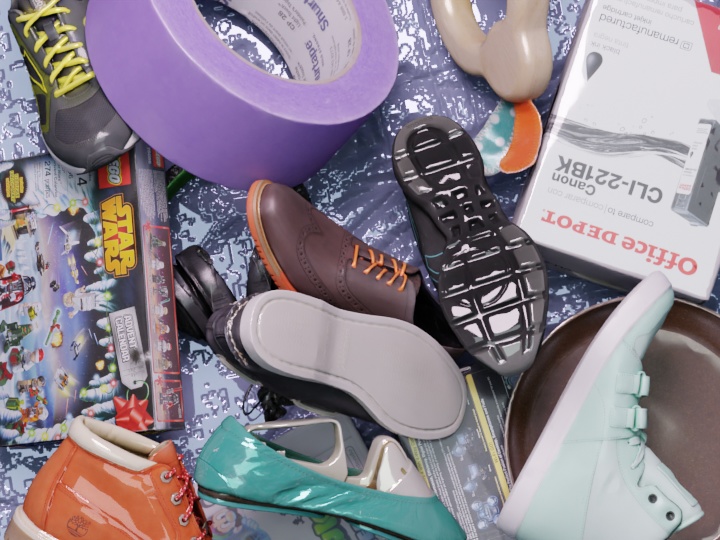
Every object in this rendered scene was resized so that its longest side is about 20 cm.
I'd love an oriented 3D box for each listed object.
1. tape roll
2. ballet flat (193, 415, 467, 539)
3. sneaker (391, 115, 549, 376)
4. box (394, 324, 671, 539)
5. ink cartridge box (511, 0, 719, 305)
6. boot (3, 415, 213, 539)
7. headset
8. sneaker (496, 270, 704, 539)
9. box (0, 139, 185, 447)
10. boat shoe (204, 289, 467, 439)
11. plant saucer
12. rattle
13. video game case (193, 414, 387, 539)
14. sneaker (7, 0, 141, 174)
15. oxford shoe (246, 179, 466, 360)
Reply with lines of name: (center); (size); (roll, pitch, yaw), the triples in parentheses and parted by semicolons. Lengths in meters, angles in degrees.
tape roll: (-0.079, -0.158, 1.613); (0.200, 0.085, 0.200); (20, 48, -24)
ballet flat: (-0.010, 0.137, 1.576); (0.200, 0.067, 0.071); (15, 97, -19)
sneaker: (0.079, -0.011, 1.618); (0.075, 0.079, 0.200); (-17, 61, -2)
box: (0.121, 0.156, 1.656); (0.161, 0.049, 0.200); (-18, 85, -5)
ink cartridge box: (0.200, -0.087, 1.664); (0.144, 0.084, 0.200); (18, 85, 2)
boot: (-0.123, 0.172, 1.577); (0.200, 0.075, 0.107); (26, 98, -8)
headset: (-0.083, 0.007, 1.646); (0.123, 0.094, 0.200); (-14, 76, -2)
sneaker: (0.186, 0.107, 1.571); (0.118, 0.074, 0.201); (28, 91, 6)
box: (-0.193, 0.017, 1.640); (0.137, 0.040, 0.201); (-9, 83, 29)
boat shoe: (-0.015, 0.064, 1.583); (0.200, 0.060, 0.074); (19, 73, -38)
plant saucer: (0.195, 0.118, 1.625); (0.200, 0.032, 0.201); (1, 81, -5)
rattle: (0.130, -0.167, 1.674); (0.143, 0.130, 0.200); (-5, 70, -46)
video game case: (-0.045, 0.219, 1.635); (0.182, 0.024, 0.200); (-29, 71, -2)
sneaker: (-0.205, -0.146, 1.622); (0.074, 0.085, 0.200); (-29, 46, 6)
oxford shoe: (0.000, 0.000, 1.612); (0.072, 0.200, 0.071); (-19, 44, 33)
